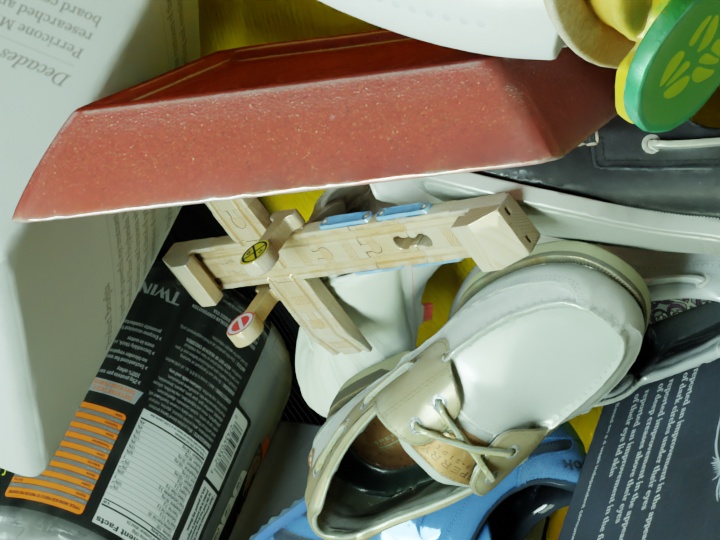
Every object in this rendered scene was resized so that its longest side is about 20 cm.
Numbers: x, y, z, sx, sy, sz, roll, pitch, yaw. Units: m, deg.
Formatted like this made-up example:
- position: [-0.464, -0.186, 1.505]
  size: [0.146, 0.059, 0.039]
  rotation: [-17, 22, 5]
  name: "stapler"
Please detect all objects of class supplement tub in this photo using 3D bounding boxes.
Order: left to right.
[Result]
- position: [-0.117, 0.103, 1.316]
  size: [0.122, 0.201, 0.123]
  rotation: [16, 146, 11]
  name: "supplement tub"

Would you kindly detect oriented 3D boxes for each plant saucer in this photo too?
- position: [-0.004, -0.062, 1.043]
  size: [0.199, 0.200, 0.037]
  rotation: [-7, 100, 18]
  name: "plant saucer"

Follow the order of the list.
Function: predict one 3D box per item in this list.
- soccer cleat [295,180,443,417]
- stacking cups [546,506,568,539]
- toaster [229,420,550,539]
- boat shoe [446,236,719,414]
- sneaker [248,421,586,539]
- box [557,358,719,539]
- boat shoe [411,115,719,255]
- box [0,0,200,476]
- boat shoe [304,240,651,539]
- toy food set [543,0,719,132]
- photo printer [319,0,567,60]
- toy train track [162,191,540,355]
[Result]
- position: [0.000, 0.000, 1.209]
  size: [0.077, 0.070, 0.200]
  rotation: [-9, 152, -28]
  name: "soccer cleat"
- position: [0.169, 0.174, 1.364]
  size: [0.060, 0.061, 0.200]
  rotation: [-15, 130, 43]
  name: "stacking cups"
- position: [0.015, 0.180, 1.414]
  size: [0.199, 0.119, 0.181]
  rotation: [6, 142, 24]
  name: "toaster"
- position: [0.103, 0.024, 1.195]
  size: [0.199, 0.069, 0.072]
  rotation: [-18, 129, 44]
  name: "boat shoe"
- position: [0.015, 0.130, 1.283]
  size: [0.079, 0.200, 0.066]
  rotation: [54, -179, 32]
  name: "sneaker"
- position: [0.184, 0.088, 1.163]
  size: [0.104, 0.149, 0.200]
  rotation: [38, 144, -20]
  name: "box"
- position: [0.120, -0.037, 1.088]
  size: [0.199, 0.061, 0.074]
  rotation: [10, 175, 11]
  name: "boat shoe"
- position: [-0.183, -0.058, 1.139]
  size: [0.199, 0.172, 0.199]
  rotation: [21, 154, 9]
  name: "box"
- position: [0.045, 0.057, 1.155]
  size: [0.075, 0.069, 0.200]
  rotation: [36, 141, -11]
  name: "boat shoe"
- position: [0.125, -0.143, 0.857]
  size: [0.049, 0.200, 0.199]
  rotation: [35, 149, 28]
  name: "toy food set"
- position: [0.025, -0.173, 0.892]
  size: [0.166, 0.069, 0.201]
  rotation: [26, 116, 9]
  name: "photo printer"
- position: [-0.013, -0.001, 1.124]
  size: [0.199, 0.033, 0.115]
  rotation: [-8, 128, 47]
  name: "toy train track"
